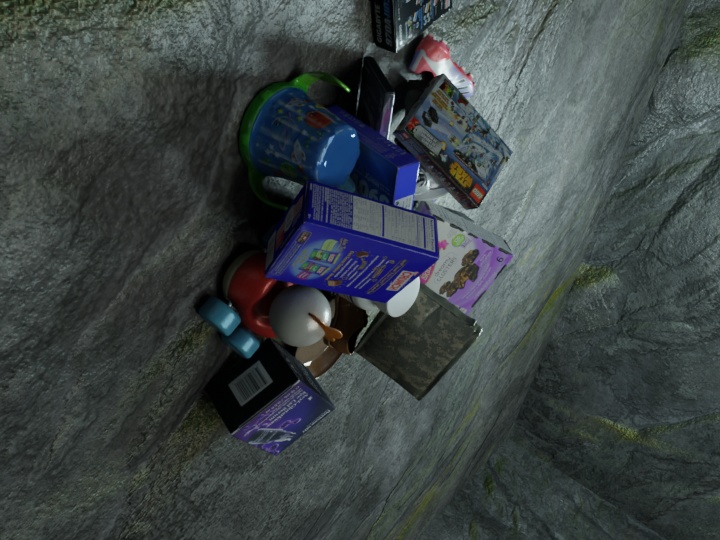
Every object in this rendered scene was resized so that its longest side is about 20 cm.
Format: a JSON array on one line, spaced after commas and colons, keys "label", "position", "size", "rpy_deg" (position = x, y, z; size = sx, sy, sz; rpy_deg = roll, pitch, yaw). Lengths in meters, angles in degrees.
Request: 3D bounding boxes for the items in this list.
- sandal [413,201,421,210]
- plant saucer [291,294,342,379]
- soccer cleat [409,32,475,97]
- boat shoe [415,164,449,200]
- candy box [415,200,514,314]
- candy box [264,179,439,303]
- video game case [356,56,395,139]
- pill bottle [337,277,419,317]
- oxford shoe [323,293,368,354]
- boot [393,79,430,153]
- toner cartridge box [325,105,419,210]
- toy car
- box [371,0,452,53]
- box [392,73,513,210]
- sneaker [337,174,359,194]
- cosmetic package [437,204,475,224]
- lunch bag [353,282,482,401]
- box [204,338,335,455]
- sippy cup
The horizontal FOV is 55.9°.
[{"label": "sandal", "position": [0.097, -0.136, 1.292], "size": [0.200, 0.048, 0.075], "rpy_deg": [-52, 157, 12]}, {"label": "plant saucer", "position": [-0.076, 0.127, 1.354], "size": [0.200, 0.037, 0.201], "rpy_deg": [-40, 147, -33]}, {"label": "soccer cleat", "position": [0.149, -0.356, 1.240], "size": [0.076, 0.067, 0.200], "rpy_deg": [-54, 152, 7]}, {"label": "boat shoe", "position": [0.088, -0.162, 1.204], "size": [0.069, 0.200, 0.072], "rpy_deg": [-171, -100, -84]}, {"label": "candy box", "position": [0.161, -0.020, 1.303], "size": [0.200, 0.072, 0.168], "rpy_deg": [23, 116, -23]}, {"label": "candy box", "position": [-0.015, -0.033, 0.963], "size": [0.169, 0.200, 0.077], "rpy_deg": [135, -36, -53]}, {"label": "video game case", "position": [0.016, -0.217, 1.080], "size": [0.019, 0.143, 0.200], "rpy_deg": [-1, 127, -14]}, {"label": "pill bottle", "position": [0.000, 0.000, 1.164], "size": [0.111, 0.200, 0.111], "rpy_deg": [-30, 134, -36]}, {"label": "oxford shoe", "position": [-0.010, 0.070, 1.298], "size": [0.071, 0.071, 0.200], "rpy_deg": [-19, 131, -50]}, {"label": "boot", "position": [0.125, -0.257, 1.261], "size": [0.200, 0.068, 0.131], "rpy_deg": [19, 85, -55]}, {"label": "toner cartridge box", "position": [0.003, -0.163, 1.018], "size": [0.043, 0.200, 0.095], "rpy_deg": [-21, 135, -32]}, {"label": "toy car", "position": [-0.107, 0.067, 1.059], "size": [0.184, 0.200, 0.177], "rpy_deg": [-51, 152, -17]}, {"label": "box", "position": [0.080, -0.459, 1.032], "size": [0.159, 0.046, 0.200], "rpy_deg": [-46, 150, -26]}, {"label": "box", "position": [0.165, -0.222, 1.184], "size": [0.200, 0.040, 0.137], "rpy_deg": [43, 68, -22]}, {"label": "sneaker", "position": [-0.058, -0.069, 1.056], "size": [0.079, 0.096, 0.200], "rpy_deg": [-33, 180, -32]}, {"label": "cosmetic package", "position": [0.143, -0.031, 1.390], "size": [0.101, 0.071, 0.200], "rpy_deg": [16, 107, -22]}, {"label": "lunch bag", "position": [0.110, 0.112, 1.246], "size": [0.200, 0.164, 0.118], "rpy_deg": [-53, 179, 39]}, {"label": "box", "position": [-0.154, 0.228, 1.203], "size": [0.148, 0.104, 0.200], "rpy_deg": [-39, 150, -2]}, {"label": "sippy cup", "position": [-0.077, -0.177, 0.948], "size": [0.140, 0.130, 0.178], "rpy_deg": [-32, 143, -42]}]
